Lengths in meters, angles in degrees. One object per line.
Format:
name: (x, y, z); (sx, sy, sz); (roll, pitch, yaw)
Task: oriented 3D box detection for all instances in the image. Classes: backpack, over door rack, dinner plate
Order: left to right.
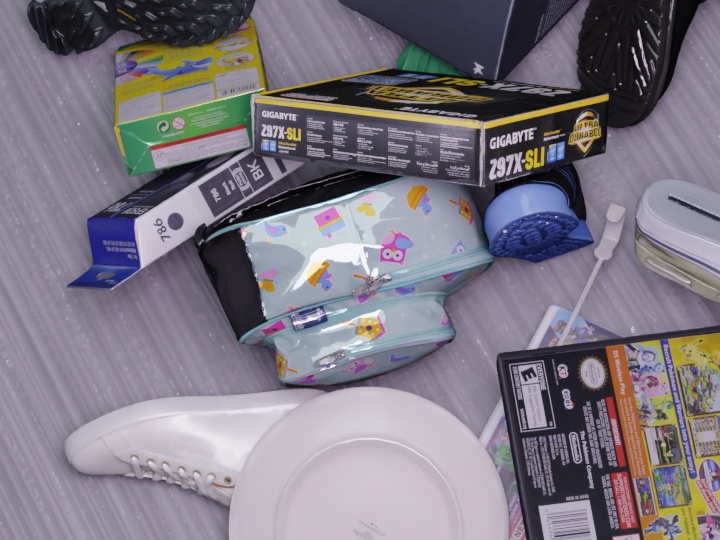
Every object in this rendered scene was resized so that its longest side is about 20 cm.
backpack: (0.000, 0.000, 1.603); (0.200, 0.176, 0.153); (-25, 84, -2)
dinner plate: (0.006, 0.183, 1.572); (0.200, 0.024, 0.200); (0, 91, 2)
over door rack: (0.212, 0.067, 1.594); (0.148, 0.067, 0.200); (21, 60, 11)

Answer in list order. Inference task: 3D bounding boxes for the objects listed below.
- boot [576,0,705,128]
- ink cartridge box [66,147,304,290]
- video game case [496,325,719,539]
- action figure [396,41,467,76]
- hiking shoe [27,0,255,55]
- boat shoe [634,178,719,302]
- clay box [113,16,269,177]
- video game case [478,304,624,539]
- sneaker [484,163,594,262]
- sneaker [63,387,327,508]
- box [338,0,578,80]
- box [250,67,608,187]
boot: (0.258, -0.214, 1.706); (0.158, 0.211, 0.079); (-10, 31, -41)
ink cartridge box: (-0.131, -0.052, 1.651); (0.200, 0.099, 0.039); (-36, 107, -24)
video game case: (0.196, 0.137, 1.498); (0.181, 0.026, 0.200); (-7, 61, -2)
action figure: (0.071, -0.152, 1.718); (0.118, 0.055, 0.200); (9, 63, 11)
hiking shoe: (-0.165, -0.223, 1.727); (0.200, 0.074, 0.087); (0, 46, 28)
boat shoe: (0.283, 0.001, 1.560); (0.200, 0.062, 0.072); (30, 56, 19)
clay box: (-0.128, -0.138, 1.690); (0.115, 0.200, 0.048); (-14, 113, 1)
video game case: (0.175, 0.147, 1.608); (0.182, 0.023, 0.200); (26, 74, 14)
sneaker: (0.121, -0.054, 1.595); (0.070, 0.200, 0.078); (-20, 81, 10)
sneaker: (-0.115, 0.139, 1.612); (0.200, 0.073, 0.085); (-8, 66, 1)
box: (0.101, -0.260, 1.697); (0.148, 0.107, 0.200); (32, 56, 16)
box: (0.050, -0.103, 1.558); (0.200, 0.160, 0.049); (10, 105, 37)
